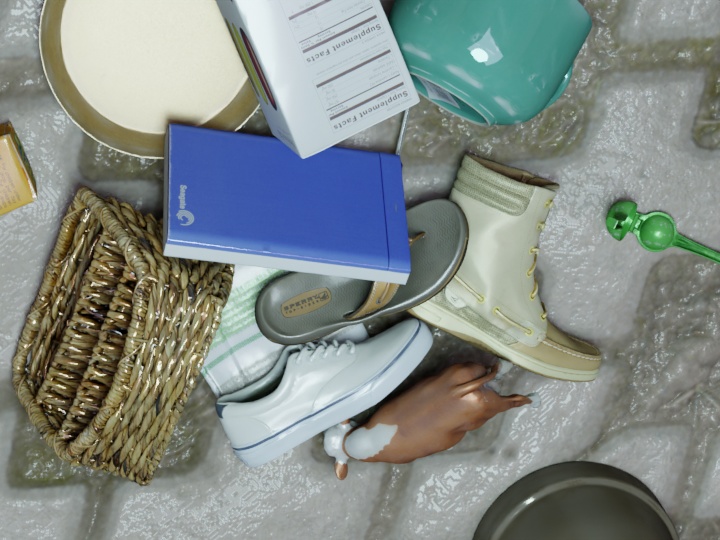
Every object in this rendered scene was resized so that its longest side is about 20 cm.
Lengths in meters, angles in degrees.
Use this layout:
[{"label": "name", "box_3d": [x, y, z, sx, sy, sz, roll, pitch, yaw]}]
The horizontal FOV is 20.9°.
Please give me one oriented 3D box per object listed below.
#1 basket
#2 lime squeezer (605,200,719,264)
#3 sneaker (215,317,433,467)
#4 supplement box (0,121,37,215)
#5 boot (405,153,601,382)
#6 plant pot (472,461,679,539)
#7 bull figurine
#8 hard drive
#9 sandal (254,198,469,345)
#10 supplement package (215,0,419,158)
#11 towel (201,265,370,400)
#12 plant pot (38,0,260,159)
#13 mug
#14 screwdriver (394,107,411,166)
[{"label": "basket", "box_3d": [-0.204, 0.060, 1.599, 0.148, 0.143, 0.201, 22, 113, -9]}, {"label": "lime squeezer", "box_3d": [0.262, -0.036, 1.719, 0.199, 0.070, 0.038, 17, 85, -44]}, {"label": "sneaker", "box_3d": [-0.032, 0.091, 1.671, 0.199, 0.073, 0.071, -33, 109, -3]}, {"label": "supplement box", "box_3d": [-0.366, -0.052, 1.602, 0.199, 0.067, 0.069, -26, 108, -2]}, {"label": "boot", "box_3d": [0.147, -0.001, 1.704, 0.199, 0.073, 0.156, 24, 99, -10]}, {"label": "plant pot", "box_3d": [0.211, 0.293, 1.739, 0.198, 0.174, 0.202, -3, 106, -10]}, {"label": "bull figurine", "box_3d": [0.058, 0.127, 1.692, 0.121, 0.199, 0.066, -8, 78, -45]}, {"label": "hard drive", "box_3d": [-0.061, -0.055, 1.599, 0.198, 0.133, 0.025, 7, 137, -13]}, {"label": "sandal", "box_3d": [0.000, 0.000, 1.645, 0.199, 0.055, 0.082, -21, 71, 2]}, {"label": "supplement package", "box_3d": [-0.049, -0.209, 1.564, 0.109, 0.114, 0.201, -26, 108, -8]}, {"label": "towel", "box_3d": [-0.081, 0.048, 1.697, 0.149, 0.031, 0.201, -31, 108, 0]}, {"label": "plant pot", "box_3d": [-0.167, -0.194, 1.620, 0.198, 0.027, 0.202, -3, 105, -10]}, {"label": "mug", "box_3d": [0.109, -0.180, 1.597, 0.184, 0.152, 0.115, 33, 85, -19]}, {"label": "screwdriver", "box_3d": [0.034, -0.111, 1.681, 0.028, 0.029, 0.202, 10, 98, -12]}]
